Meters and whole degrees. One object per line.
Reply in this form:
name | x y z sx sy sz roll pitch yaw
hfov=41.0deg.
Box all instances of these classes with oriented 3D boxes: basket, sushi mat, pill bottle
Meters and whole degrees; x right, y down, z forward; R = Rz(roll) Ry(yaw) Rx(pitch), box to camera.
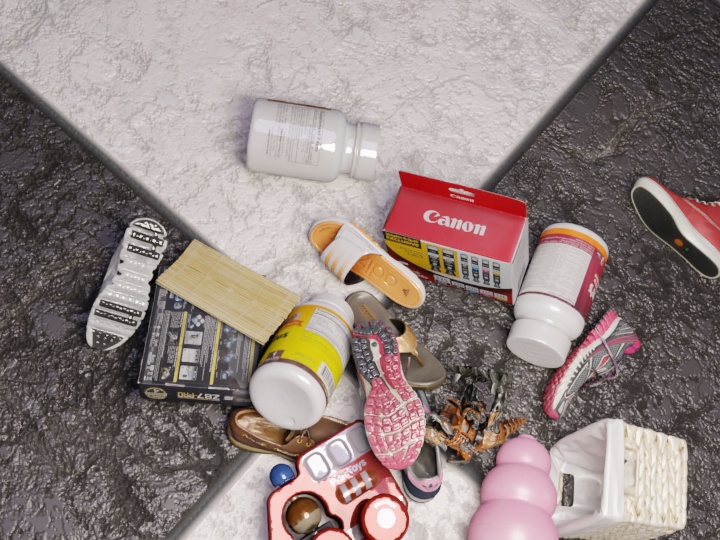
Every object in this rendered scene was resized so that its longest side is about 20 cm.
basket | 0.346 0.295 1.314 0.122 0.200 0.137 13 67 -7
sushi mat | -0.188 0.028 1.374 0.199 0.012 0.096 27 54 20
pill bottle | -0.073 0.118 1.342 0.108 0.110 0.200 24 37 2
pill bottle | -0.073 -0.197 1.497 0.198 0.115 0.115 8 67 -5
pill bottle | 0.296 0.038 1.455 0.109 0.110 0.201 24 67 2

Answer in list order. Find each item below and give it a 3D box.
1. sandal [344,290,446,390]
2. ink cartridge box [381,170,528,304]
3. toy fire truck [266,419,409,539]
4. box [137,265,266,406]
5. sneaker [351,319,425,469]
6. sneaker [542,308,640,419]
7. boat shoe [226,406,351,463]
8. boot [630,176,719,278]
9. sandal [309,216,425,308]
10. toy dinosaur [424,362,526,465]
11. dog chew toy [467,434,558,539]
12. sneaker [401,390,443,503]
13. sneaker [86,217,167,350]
sandal | 0.048 0.095 1.409 0.081 0.055 0.200 -24 60 -27
ink cartridge box | 0.139 -0.047 1.407 0.198 0.176 0.084 15 66 18
toy fire truck | -0.039 0.316 1.291 0.199 0.112 0.169 -28 77 -18
box | -0.220 0.090 1.371 0.159 0.049 0.201 3 53 -3
sneaker | 0.039 0.169 1.307 0.080 0.075 0.202 -10 68 -2
sneaker | 0.344 0.145 1.435 0.075 0.081 0.200 42 68 7
boat shoe | -0.089 0.229 1.348 0.198 0.068 0.073 9 67 -4
boot | 0.546 -0.104 1.571 0.200 0.072 0.144 45 69 2
sandal | 0.003 -0.006 1.434 0.206 0.080 0.059 34 39 13
toy dinosaur | 0.160 0.206 1.361 0.101 0.200 0.137 7 87 27
dog chew toy | 0.217 0.323 1.329 0.123 0.125 0.201 16 58 -1
sneaker | 0.080 0.221 1.366 0.069 0.082 0.202 -10 67 -12
sneaker | -0.342 0.020 1.400 0.075 0.081 0.202 26 84 -25
